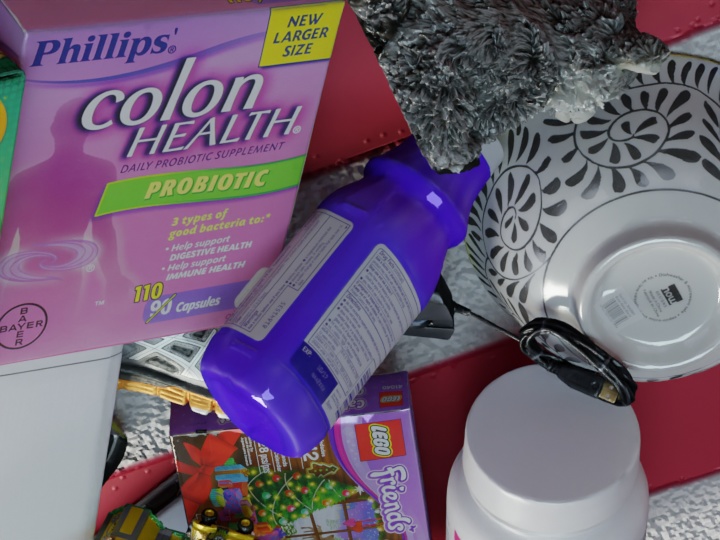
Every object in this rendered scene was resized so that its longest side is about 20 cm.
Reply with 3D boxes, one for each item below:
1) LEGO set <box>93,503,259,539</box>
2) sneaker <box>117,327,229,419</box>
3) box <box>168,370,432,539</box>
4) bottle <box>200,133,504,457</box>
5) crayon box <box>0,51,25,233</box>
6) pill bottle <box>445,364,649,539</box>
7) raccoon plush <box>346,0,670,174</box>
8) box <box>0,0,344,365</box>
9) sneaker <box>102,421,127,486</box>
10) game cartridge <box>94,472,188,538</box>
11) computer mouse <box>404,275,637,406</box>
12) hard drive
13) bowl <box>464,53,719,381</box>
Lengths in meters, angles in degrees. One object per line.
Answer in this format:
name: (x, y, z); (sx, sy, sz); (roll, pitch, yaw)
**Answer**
LEGO set: (-0.108, 0.241, 1.410); (0.153, 0.116, 0.200); (21, 130, 4)
sneaker: (-0.093, 0.028, 1.375); (0.199, 0.078, 0.077); (5, 119, -4)
box: (-0.028, 0.154, 1.442); (0.136, 0.039, 0.200); (-7, 125, 3)
bottle: (0.000, 0.000, 1.301); (0.065, 0.200, 0.084); (26, 158, 32)
crayon box: (-0.228, -0.036, 1.189); (0.058, 0.119, 0.200); (-20, 137, -40)
pill bottle: (0.104, 0.150, 1.412); (0.113, 0.114, 0.200); (-2, 140, 0)
raccoon plush: (0.072, -0.126, 1.227); (0.134, 0.097, 0.200); (-25, 154, 6)
box: (-0.123, -0.067, 1.251); (0.176, 0.097, 0.200); (-9, 130, -32)
sneaker: (-0.227, 0.088, 1.413); (0.200, 0.090, 0.078); (4, 128, -33)
game cartridge: (-0.077, 0.176, 1.500); (0.200, 0.041, 0.133); (-37, 114, 22)
computer mouse: (0.056, 0.034, 1.350); (0.200, 0.034, 0.059); (22, 148, 23)
hard drive: (-0.202, 0.105, 1.355); (0.132, 0.027, 0.200); (-9, 137, -23)
bowl: (0.156, -0.008, 1.345); (0.200, 0.094, 0.201); (-1, 124, -1)
